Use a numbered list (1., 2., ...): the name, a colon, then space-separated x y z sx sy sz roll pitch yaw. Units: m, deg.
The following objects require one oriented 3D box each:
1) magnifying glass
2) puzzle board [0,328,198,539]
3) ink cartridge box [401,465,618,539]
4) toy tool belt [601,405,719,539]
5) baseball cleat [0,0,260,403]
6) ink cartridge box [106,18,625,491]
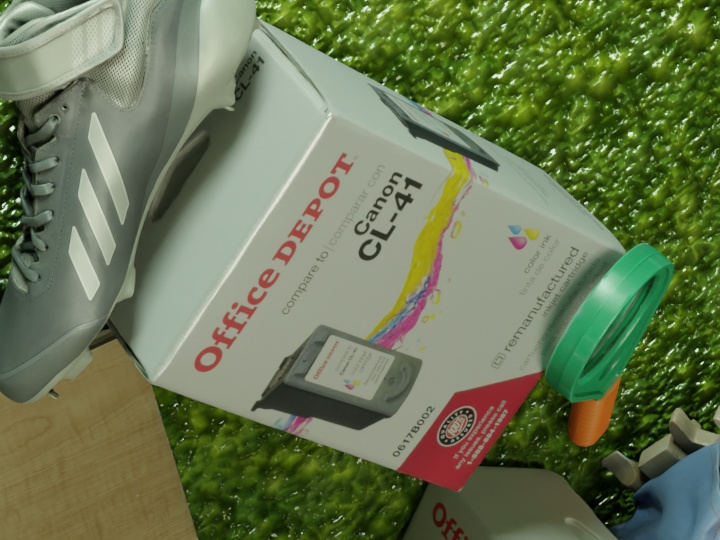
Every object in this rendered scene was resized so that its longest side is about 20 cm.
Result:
1. magnifying glass: 0.117 0.045 1.038 0.080 0.022 0.200 -49 162 -16
2. puzzle board: -0.179 0.118 0.969 0.199 0.017 0.151 -25 132 -15
3. ink cartridge box: 0.065 0.221 1.106 0.084 0.145 0.201 8 117 -34
4. toy tool belt: 0.182 0.136 1.131 0.123 0.125 0.200 33 126 -15
5. baseball cleat: -0.123 -0.046 0.861 0.106 0.070 0.201 25 97 -34
6. ink cartridge box: 0.000 0.000 0.949 0.199 0.086 0.148 22 109 -42
